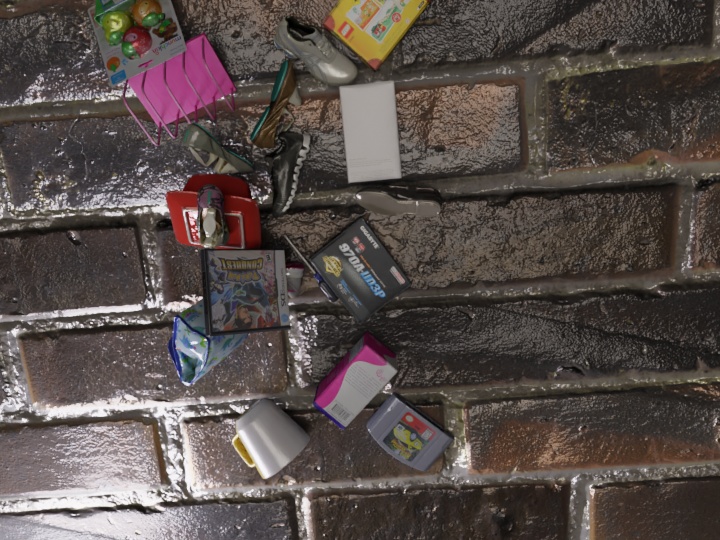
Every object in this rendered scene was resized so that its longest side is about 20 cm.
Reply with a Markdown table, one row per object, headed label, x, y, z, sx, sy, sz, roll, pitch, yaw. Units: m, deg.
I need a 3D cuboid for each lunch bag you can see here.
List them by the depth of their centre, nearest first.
| label | x | y | z | sx | sy | sz | roll | pitch | yaw |
| --- | --- | --- | --- | --- | --- | --- | --- | --- | --- |
| lunch bag | -0.340 | 0.151 | 1.487 | 0.127 | 0.170 | 0.201 | 33 | 134 | 17 |

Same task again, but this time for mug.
| label | x | y | z | sx | sy | sz | roll | pitch | yaw |
| --- | --- | --- | --- | --- | --- | --- | --- | --- | --- |
| mug | -0.240 | 0.411 | 1.596 | 0.186 | 0.149 | 0.154 | -38 | 92 | 4 |

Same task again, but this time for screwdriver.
| label | x | y | z | sx | sy | sz | roll | pitch | yaw |
| --- | --- | --- | --- | --- | --- | --- | --- | --- | --- |
| screwdriver | -0.117 | -0.005 | 1.538 | 0.028 | 0.029 | 0.200 | -36 | 105 | 10 |

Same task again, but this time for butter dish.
| label | x | y | z | sx | sy | sz | roll | pitch | yaw |
| --- | --- | --- | --- | --- | --- | --- | --- | --- | --- |
| butter dish | -0.315 | -0.150 | 1.459 | 0.197 | 0.149 | 0.200 | 6 | 148 | -3 |

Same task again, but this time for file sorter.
| label | x | y | z | sx | sy | sz | roll | pitch | yaw |
| --- | --- | --- | --- | --- | --- | --- | --- | --- | --- |
| file sorter | -0.382 | -0.375 | 1.380 | 0.198 | 0.126 | 0.139 | -23 | 133 | 7 |

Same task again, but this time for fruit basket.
| label | x | y | z | sx | sy | sz | roll | pitch | yaw |
| --- | --- | --- | --- | --- | --- | --- | --- | --- | --- |
| fruit basket | -0.473 | -0.508 | 1.362 | 0.184 | 0.094 | 0.202 | -22 | 71 | 7 |

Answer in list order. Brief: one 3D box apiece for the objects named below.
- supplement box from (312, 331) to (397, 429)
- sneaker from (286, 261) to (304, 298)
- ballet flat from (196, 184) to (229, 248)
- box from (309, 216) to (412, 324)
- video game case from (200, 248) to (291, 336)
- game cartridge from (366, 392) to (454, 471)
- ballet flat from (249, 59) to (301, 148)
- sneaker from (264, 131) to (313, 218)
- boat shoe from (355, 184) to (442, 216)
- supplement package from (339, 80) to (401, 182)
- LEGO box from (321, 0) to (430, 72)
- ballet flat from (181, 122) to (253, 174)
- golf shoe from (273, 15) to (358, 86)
| label | x | y | z | sx | sy | sz | roll | pitch | yaw |
| --- | --- | --- | --- | --- | --- | --- | --- | --- | --- |
| supplement box | -0.011 | 0.263 | 1.569 | 0.101 | 0.103 | 0.200 | 41 | 103 | -7 |
| sneaker | -0.229 | 0.033 | 1.527 | 0.197 | 0.081 | 0.089 | -2 | 103 | 3 |
| ballet flat | -0.309 | -0.092 | 1.346 | 0.068 | 0.072 | 0.201 | 5 | 147 | -6 |
| box | 0.000 | 0.000 | 1.525 | 0.158 | 0.046 | 0.201 | -36 | 101 | 4 |
| video game case | -0.246 | 0.045 | 1.414 | 0.198 | 0.025 | 0.183 | -1 | 84 | -38 |
| game cartridge | 0.121 | 0.413 | 1.638 | 0.199 | 0.041 | 0.133 | 37 | 106 | -7 |
| ballet flat | -0.175 | -0.360 | 1.441 | 0.072 | 0.068 | 0.201 | 20 | 105 | -24 |
| sneaker | -0.179 | -0.221 | 1.460 | 0.090 | 0.066 | 0.202 | 15 | 101 | -24 |
| boat shoe | 0.088 | -0.165 | 1.489 | 0.198 | 0.057 | 0.067 | 8 | 140 | 3 |
| supplement package | 0.023 | -0.302 | 1.415 | 0.118 | 0.121 | 0.202 | -5 | 105 | 3 |
| LEGO box | 0.038 | -0.548 | 1.374 | 0.149 | 0.077 | 0.200 | 39 | 102 | -8 |
| ballet flat | -0.313 | -0.247 | 1.417 | 0.067 | 0.200 | 0.064 | 23 | 83 | 36 |
| golf shoe | -0.091 | -0.466 | 1.381 | 0.198 | 0.097 | 0.079 | 27 | 74 | -7 |
